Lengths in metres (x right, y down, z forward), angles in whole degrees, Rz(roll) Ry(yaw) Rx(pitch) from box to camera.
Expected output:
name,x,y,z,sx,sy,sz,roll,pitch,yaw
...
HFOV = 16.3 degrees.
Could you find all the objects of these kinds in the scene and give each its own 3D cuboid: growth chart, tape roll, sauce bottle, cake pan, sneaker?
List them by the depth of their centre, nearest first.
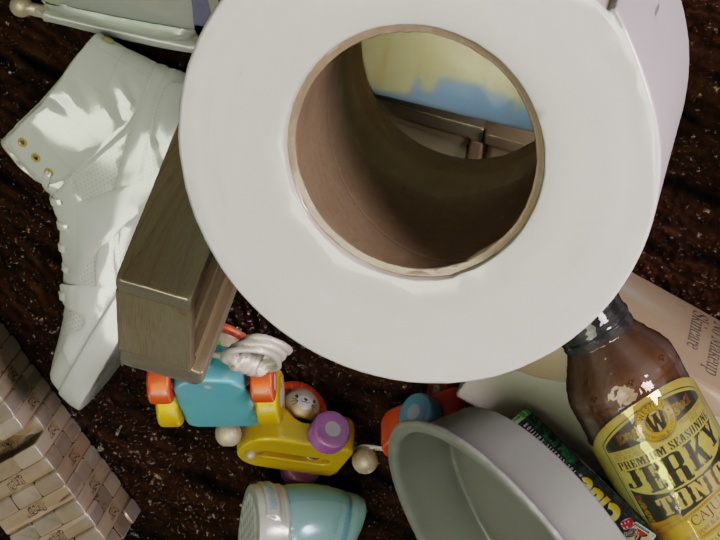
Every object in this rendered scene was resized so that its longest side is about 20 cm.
name,x,y,z,sx,sy,sz,roll,pitch,yaw
tape roll,0.035,-0.072,1.068,0.201,0.139,0.204,4,113,10
sauce bottle,0.143,0.078,1.261,0.064,0.065,0.201,-26,104,21
growth chart,-0.114,-0.169,1.287,0.144,0.018,0.200,15,151,2
cake pan,0.090,0.151,1.295,0.037,0.200,0.201,-35,105,-19
sneaker,-0.152,-0.031,1.385,0.115,0.074,0.201,28,107,3
sneaker,-0.033,0.209,1.456,0.081,0.074,0.201,0,127,-12

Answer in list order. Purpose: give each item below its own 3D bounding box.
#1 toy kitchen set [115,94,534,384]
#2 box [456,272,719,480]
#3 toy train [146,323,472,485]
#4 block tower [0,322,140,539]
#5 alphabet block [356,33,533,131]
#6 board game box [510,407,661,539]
name,x,y,z,sx,sy,sz,roll,pitch,yaw
toy kitchen set,0.000,0.000,1.267,0.199,0.181,0.164,16,148,6
box,0.160,0.067,1.339,0.199,0.095,0.078,28,115,-1
toy train,-0.020,0.063,1.376,0.199,0.056,0.150,26,144,-38
block tower,-0.206,0.091,1.453,0.058,0.054,0.201,-28,104,22
alphabet block,0.058,-0.200,1.194,0.194,0.197,0.201,13,115,6
board game box,0.117,0.163,1.344,0.105,0.023,0.201,42,158,28
